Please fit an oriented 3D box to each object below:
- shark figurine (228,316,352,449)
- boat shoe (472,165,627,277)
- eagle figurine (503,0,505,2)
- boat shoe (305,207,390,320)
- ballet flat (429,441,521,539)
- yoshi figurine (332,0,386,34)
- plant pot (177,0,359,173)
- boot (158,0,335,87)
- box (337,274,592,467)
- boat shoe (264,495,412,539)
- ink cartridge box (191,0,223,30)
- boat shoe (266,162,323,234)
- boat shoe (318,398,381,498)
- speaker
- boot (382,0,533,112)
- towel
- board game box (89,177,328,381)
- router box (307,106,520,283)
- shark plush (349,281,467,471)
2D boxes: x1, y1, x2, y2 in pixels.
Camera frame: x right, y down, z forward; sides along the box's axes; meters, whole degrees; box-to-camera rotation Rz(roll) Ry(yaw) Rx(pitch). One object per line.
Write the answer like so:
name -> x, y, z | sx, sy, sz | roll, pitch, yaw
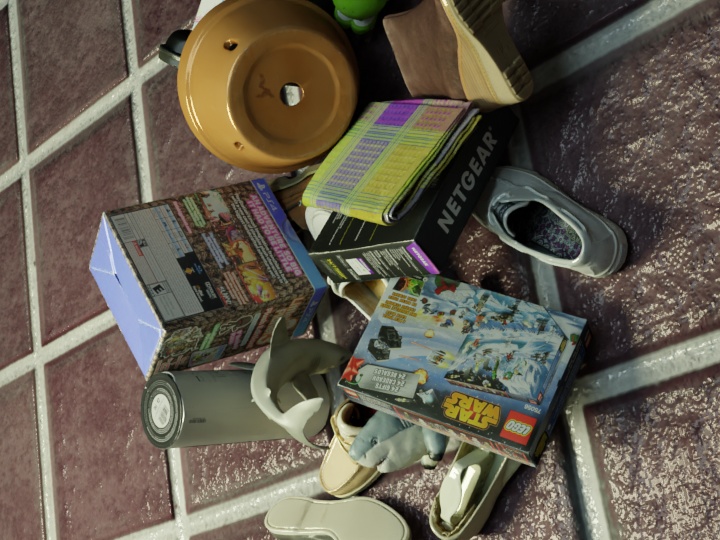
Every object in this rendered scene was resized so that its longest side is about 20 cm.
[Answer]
shark figurine -> -0.078, 0.096, 1.305 | 0.215, 0.128, 0.090 | -74, -6, -70
boat shoe -> 0.157, -0.048, 1.204 | 0.200, 0.068, 0.072 | 41, 113, 43
eagle figurine -> 0.152, -0.361, 1.227 | 0.152, 0.151, 0.201 | 38, 122, 54
boat shoe -> 0.000, 0.000, 1.324 | 0.200, 0.070, 0.071 | 50, 131, 19
ballet flat -> 0.118, 0.170, 1.212 | 0.069, 0.069, 0.200 | 36, 110, 44
yoshi figurine -> 0.022, -0.348, 1.374 | 0.112, 0.112, 0.201 | 32, 110, 38
plant pot -> -0.086, -0.192, 1.363 | 0.140, 0.199, 0.201 | -138, 64, -69
boot -> -0.119, -0.295, 1.460 | 0.079, 0.210, 0.158 | -97, 14, -77
box -> 0.096, 0.084, 1.187 | 0.200, 0.040, 0.137 | 18, 69, 28
boat shoe -> -0.015, 0.277, 1.353 | 0.200, 0.057, 0.067 | 0, 48, 43
ink cartridge box -> -0.150, -0.278, 1.569 | 0.115, 0.068, 0.201 | 31, 107, 45
boat shoe -> -0.042, -0.077, 1.427 | 0.200, 0.072, 0.068 | -14, 77, 55
boat shoe -> 0.004, 0.156, 1.332 | 0.200, 0.069, 0.074 | -57, 48, 23
speaker -> -0.131, 0.145, 1.383 | 0.081, 0.200, 0.082 | -2, 88, 48
boot -> 0.067, -0.235, 1.196 | 0.166, 0.072, 0.200 | 13, 136, 53
towel -> 0.024, -0.107, 1.246 | 0.144, 0.023, 0.200 | -53, 27, -12
board game box -> -0.165, 0.006, 1.391 | 0.160, 0.200, 0.097 | 59, 145, 24
router box -> 0.052, -0.082, 1.263 | 0.149, 0.051, 0.200 | -6, 46, 47
shark plush -> 0.064, 0.102, 1.239 | 0.083, 0.091, 0.201 | 22, 88, 5
